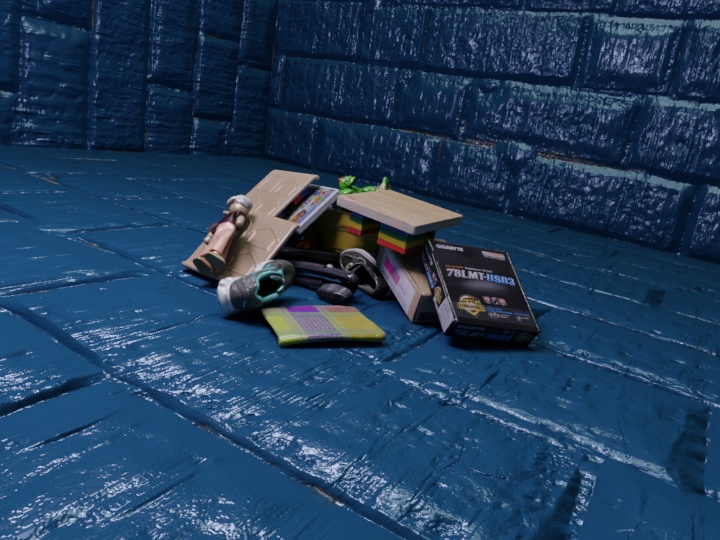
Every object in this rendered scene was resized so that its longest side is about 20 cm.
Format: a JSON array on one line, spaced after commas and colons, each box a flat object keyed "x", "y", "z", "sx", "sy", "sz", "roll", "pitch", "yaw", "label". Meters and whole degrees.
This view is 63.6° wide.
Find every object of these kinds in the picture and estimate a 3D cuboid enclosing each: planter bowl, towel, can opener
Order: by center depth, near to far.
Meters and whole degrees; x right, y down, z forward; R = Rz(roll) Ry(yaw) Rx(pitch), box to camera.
[{"x": -0.064, "y": 0.093, "z": 0.994, "sx": 0.195, "sy": 0.023, "sz": 0.143, "roll": 1, "pitch": 17, "yaw": -27, "label": "towel"}, {"x": -0.088, "y": 0.012, "z": 1.204, "sx": 0.196, "sy": 0.065, "sz": 0.078, "roll": 19, "pitch": 17, "yaw": 31, "label": "can opener"}, {"x": -0.034, "y": -0.067, "z": 1.437, "sx": 0.195, "sy": 0.085, "sz": 0.201, "roll": 17, "pitch": -16, "yaw": 5, "label": "planter bowl"}]

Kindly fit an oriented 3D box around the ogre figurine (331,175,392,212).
[{"x": -0.001, "y": -0.174, "z": 1.398, "sx": 0.117, "sy": 0.100, "sz": 0.202, "roll": 1, "pitch": 36, "yaw": 19, "label": "ogre figurine"}]

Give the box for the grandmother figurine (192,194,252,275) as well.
[{"x": -0.270, "y": -0.079, "z": 1.171, "sx": 0.119, "sy": 0.061, "sz": 0.203, "roll": -10, "pitch": 40, "yaw": 28, "label": "grandmother figurine"}]

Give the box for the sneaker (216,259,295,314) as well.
[{"x": -0.162, "y": 0.027, "z": 1.036, "sx": 0.089, "sy": 0.080, "sz": 0.199, "roll": -8, "pitch": 13, "yaw": 29, "label": "sneaker"}]

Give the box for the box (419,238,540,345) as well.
[{"x": 0.225, "y": 0.039, "z": 1.110, "sx": 0.195, "sy": 0.050, "sz": 0.202, "roll": 9, "pitch": 48, "yaw": -23, "label": "box"}]

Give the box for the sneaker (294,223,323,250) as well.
[{"x": -0.129, "y": -0.079, "z": 1.508, "sx": 0.071, "sy": 0.079, "sz": 0.200, "roll": 11, "pitch": 16, "yaw": 2, "label": "sneaker"}]

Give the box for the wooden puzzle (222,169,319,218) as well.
[{"x": -0.212, "y": -0.171, "z": 1.403, "sx": 0.183, "sy": 0.047, "sz": 0.200, "roll": 16, "pitch": 51, "yaw": 46, "label": "wooden puzzle"}]

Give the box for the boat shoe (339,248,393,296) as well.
[{"x": 0.000, "y": 0.000, "z": 1.296, "sx": 0.062, "sy": 0.073, "sz": 0.199, "roll": 0, "pitch": 19, "yaw": -36, "label": "boat shoe"}]

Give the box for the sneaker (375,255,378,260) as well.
[{"x": 0.124, "y": -0.013, "z": 1.483, "sx": 0.197, "sy": 0.075, "sz": 0.088, "roll": -8, "pitch": 47, "yaw": -48, "label": "sneaker"}]

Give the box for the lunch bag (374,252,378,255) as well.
[{"x": 0.022, "y": -0.103, "z": 1.544, "sx": 0.196, "sy": 0.077, "sz": 0.160, "roll": 23, "pitch": -19, "yaw": -17, "label": "lunch bag"}]

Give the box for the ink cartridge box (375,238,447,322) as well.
[{"x": 0.142, "y": 0.016, "z": 1.204, "sx": 0.161, "sy": 0.076, "sz": 0.202, "roll": 1, "pitch": 37, "yaw": -26, "label": "ink cartridge box"}]

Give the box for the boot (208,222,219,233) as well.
[{"x": -0.250, "y": -0.085, "z": 1.398, "sx": 0.170, "sy": 0.071, "sz": 0.199, "roll": 4, "pitch": 11, "yaw": 27, "label": "boot"}]

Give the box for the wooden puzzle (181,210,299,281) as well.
[{"x": -0.246, "y": -0.044, "z": 1.213, "sx": 0.182, "sy": 0.047, "sz": 0.201, "roll": 18, "pitch": 53, "yaw": 30, "label": "wooden puzzle"}]

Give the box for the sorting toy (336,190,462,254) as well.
[{"x": 0.079, "y": -0.101, "z": 1.207, "sx": 0.197, "sy": 0.071, "sz": 0.197, "roll": 24, "pitch": 23, "yaw": 32, "label": "sorting toy"}]

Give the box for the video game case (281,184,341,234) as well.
[{"x": -0.149, "y": -0.154, "z": 1.386, "sx": 0.143, "sy": 0.018, "sz": 0.198, "roll": -45, "pitch": 34, "yaw": -19, "label": "video game case"}]

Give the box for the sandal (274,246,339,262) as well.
[{"x": -0.144, "y": -0.027, "z": 1.343, "sx": 0.195, "sy": 0.049, "sz": 0.075, "roll": 6, "pitch": 5, "yaw": -16, "label": "sandal"}]

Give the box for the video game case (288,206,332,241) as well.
[{"x": -0.137, "y": -0.130, "z": 1.550, "sx": 0.198, "sy": 0.022, "sz": 0.182, "roll": -32, "pitch": -3, "yaw": 26, "label": "video game case"}]
